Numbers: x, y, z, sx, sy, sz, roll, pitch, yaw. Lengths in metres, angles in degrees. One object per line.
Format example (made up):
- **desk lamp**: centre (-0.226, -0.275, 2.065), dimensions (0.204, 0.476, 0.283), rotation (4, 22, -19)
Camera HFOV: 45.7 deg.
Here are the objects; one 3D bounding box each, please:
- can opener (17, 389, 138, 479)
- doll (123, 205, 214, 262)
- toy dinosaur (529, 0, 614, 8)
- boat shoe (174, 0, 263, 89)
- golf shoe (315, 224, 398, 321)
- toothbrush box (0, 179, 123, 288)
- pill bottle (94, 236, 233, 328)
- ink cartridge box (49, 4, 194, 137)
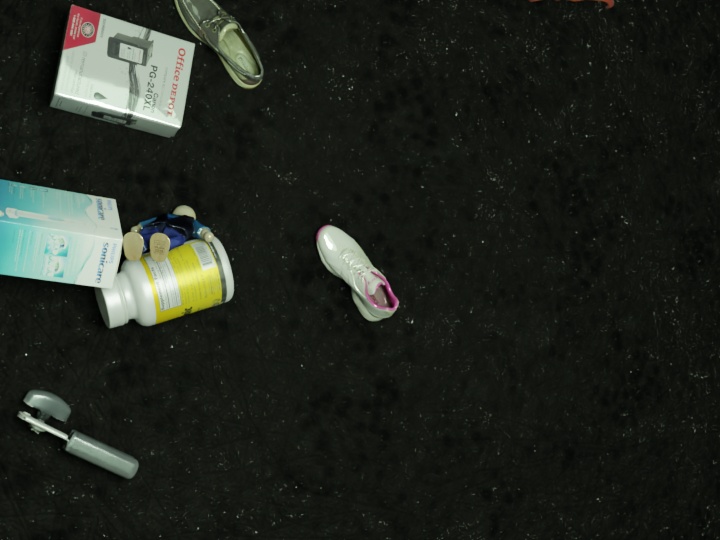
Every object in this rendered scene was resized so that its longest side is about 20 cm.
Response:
- **can opener**: centre (-0.423, 0.247, 1.300), dimensions (0.199, 0.053, 0.068), rotation (32, 75, -22)
- **doll**: centre (-0.293, -0.059, 1.319), dimensions (0.134, 0.200, 0.049), rotation (3, 107, 3)
- **toy dinosaur**: centre (0.431, -0.577, 1.757), dimensions (0.181, 0.105, 0.201), rotation (-36, 115, -3)
- **boat shoe**: centre (-0.228, -0.397, 1.430), dimensions (0.072, 0.066, 0.202), rotation (-44, 105, -21)
- **golf shoe**: centre (0.000, 0.000, 1.502), dimensions (0.075, 0.091, 0.201), rotation (-43, 103, -20)
- **toothbrush box**: centre (-0.456, -0.056, 1.243), dimensions (0.197, 0.147, 0.086), rotation (8, 115, -26)
- **pill bottle**: centre (-0.308, 0.022, 1.339), dimensions (0.198, 0.111, 0.113), rotation (-17, 94, -25)
- **ink cartridge box**: centre (-0.371, -0.309, 1.345), dimensions (0.198, 0.083, 0.147), rotation (12, 81, -24)
